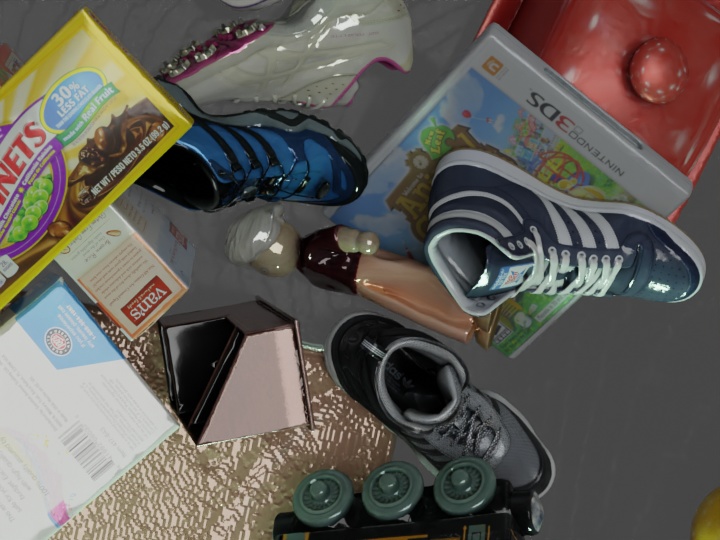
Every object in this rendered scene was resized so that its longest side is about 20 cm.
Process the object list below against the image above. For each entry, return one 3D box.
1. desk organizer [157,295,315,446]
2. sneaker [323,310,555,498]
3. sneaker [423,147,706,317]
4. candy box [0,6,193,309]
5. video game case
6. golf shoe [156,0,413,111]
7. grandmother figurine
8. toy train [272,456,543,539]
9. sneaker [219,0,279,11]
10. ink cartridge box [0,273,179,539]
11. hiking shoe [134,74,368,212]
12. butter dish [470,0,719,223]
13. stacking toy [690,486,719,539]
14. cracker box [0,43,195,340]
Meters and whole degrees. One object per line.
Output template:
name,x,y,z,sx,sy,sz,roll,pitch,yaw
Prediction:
desk organizer,-0.087,0.066,1.440,0.076,0.200,0.072,-10,95,-9
sneaker,0.064,0.105,1.516,0.200,0.114,0.076,37,85,-11
sneaker,0.134,-0.005,1.444,0.199,0.109,0.070,22,126,-1
candy box,-0.211,-0.061,1.357,0.200,0.026,0.102,-43,97,6
video game case,0.100,-0.050,1.503,0.182,0.022,0.200,37,125,-11
golf shoe,-0.051,-0.142,1.503,0.199,0.075,0.092,-26,108,-5
grandmother figurine,0.000,0.000,1.501,0.199,0.122,0.061,16,62,10
toy train,0.029,0.196,1.486,0.198,0.115,0.085,-7,140,18
sneaker,-0.043,-0.261,1.433,0.073,0.114,0.201,44,101,11
ink cartridge box,-0.243,0.114,1.446,0.200,0.125,0.129,-39,99,-7
hiking shoe,-0.089,-0.067,1.461,0.199,0.075,0.087,12,46,-17
butter dish,0.188,-0.138,1.514,0.199,0.148,0.200,27,88,-12
stacking toy,0.293,0.191,1.580,0.199,0.146,0.147,-24,98,8
cracker box,-0.197,-0.055,1.440,0.058,0.134,0.200,-42,100,6
